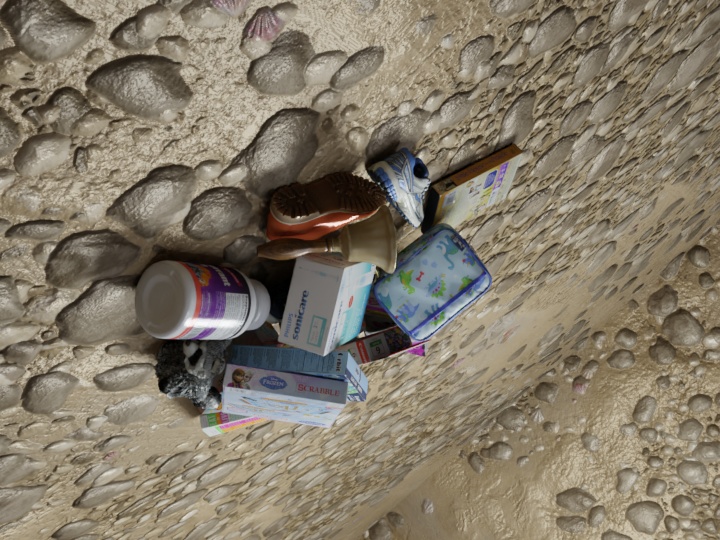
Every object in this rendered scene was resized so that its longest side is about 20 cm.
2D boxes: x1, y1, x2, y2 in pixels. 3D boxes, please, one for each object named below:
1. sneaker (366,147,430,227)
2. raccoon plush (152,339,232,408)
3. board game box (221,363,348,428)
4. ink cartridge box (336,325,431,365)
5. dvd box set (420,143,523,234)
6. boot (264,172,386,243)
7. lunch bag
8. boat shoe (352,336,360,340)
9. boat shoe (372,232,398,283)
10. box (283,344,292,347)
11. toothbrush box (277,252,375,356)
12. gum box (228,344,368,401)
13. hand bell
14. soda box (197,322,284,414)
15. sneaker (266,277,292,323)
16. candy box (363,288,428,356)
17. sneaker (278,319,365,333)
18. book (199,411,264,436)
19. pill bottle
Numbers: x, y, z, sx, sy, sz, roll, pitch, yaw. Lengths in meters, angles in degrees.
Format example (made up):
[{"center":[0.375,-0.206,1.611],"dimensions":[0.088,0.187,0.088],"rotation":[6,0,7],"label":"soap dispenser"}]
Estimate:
[{"center":[0.084,-0.138,1.382],"dimensions":[0.085,0.077,0.200],"rotation":[-42,156,1],"label":"sneaker"},{"center":[-0.244,0.162,1.380],"dimensions":[0.134,0.097,0.200],"rotation":[-13,157,20],"label":"raccoon plush"},{"center":[-0.133,0.215,1.403],"dimensions":[0.199,0.041,0.200],"rotation":[10,157,-7],"label":"board game box"},{"center":[0.036,0.146,1.626],"dimensions":[0.109,0.051,0.200],"rotation":[-17,176,-34],"label":"ink cartridge box"},{"center":[0.210,-0.148,1.579],"dimensions":[0.200,0.029,0.146],"rotation":[-29,155,-20],"label":"dvd box set"},{"center":[-0.057,-0.088,1.292],"dimensions":[0.199,0.075,0.107],"rotation":[-12,149,-28],"label":"boot"},{"center":[0.134,0.023,1.550],"dimensions":[0.200,0.161,0.082],"rotation":[-38,-165,5],"label":"lunch bag"},{"center":[-0.054,0.174,1.749],"dimensions":[0.072,0.065,0.200],"rotation":[-47,154,19],"label":"boat shoe"},{"center":[0.000,0.000,1.517],"dimensions":[0.200,0.066,0.074],"rotation":[-43,155,12],"label":"boat shoe"},{"center":[-0.159,0.224,1.715],"dimensions":[0.075,0.050,0.200],"rotation":[-23,151,-25],"label":"box"},{"center":[-0.050,0.043,1.369],"dimensions":[0.200,0.085,0.147],"rotation":[-15,120,-72],"label":"toothbrush box"},{"center":[-0.101,0.176,1.414],"dimensions":[0.199,0.045,0.170],"rotation":[2,157,14],"label":"gum box"},{"center":[-0.054,-0.038,1.237],"dimensions":[0.199,0.104,0.104],"rotation":[-5,147,-11],"label":"hand bell"},{"center":[-0.230,0.173,1.510],"dimensions":[0.200,0.068,0.064],"rotation":[-48,152,21],"label":"soda box"},{"center":[-0.126,0.042,1.427],"dimensions":[0.085,0.075,0.200],"rotation":[-50,159,11],"label":"sneaker"},{"center":[0.074,0.105,1.713],"dimensions":[0.200,0.136,0.061],"rotation":[78,27,-62],"label":"candy box"},{"center":[-0.091,0.124,1.605],"dimensions":[0.200,0.078,0.112],"rotation":[7,145,-41],"label":"sneaker"},{"center":[-0.208,0.278,1.627],"dimensions":[0.199,0.048,0.134],"rotation":[-12,170,-7],"label":"book"},{"center":[-0.228,0.047,1.243],"dimensions":[0.111,0.112,0.200],"rotation":[-47,154,20],"label":"pill bottle"}]
